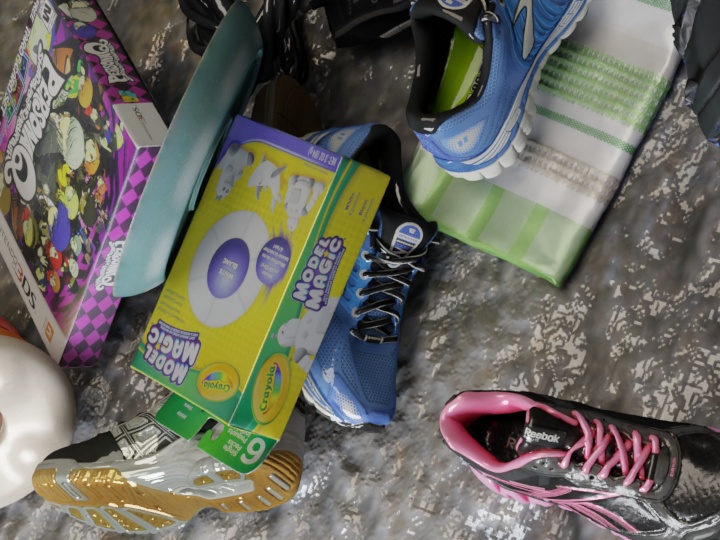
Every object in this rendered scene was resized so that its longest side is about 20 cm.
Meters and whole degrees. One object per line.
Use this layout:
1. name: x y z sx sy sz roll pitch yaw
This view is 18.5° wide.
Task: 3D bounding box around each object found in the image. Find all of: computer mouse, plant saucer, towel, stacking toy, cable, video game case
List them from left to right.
1. stacking toy: -0.284 0.059 1.533 0.146 0.146 0.200 -44 36 12
2. video game case: -0.197 -0.067 1.496 0.182 0.036 0.200 58 137 36
3. plant saucer: -0.103 -0.071 1.377 0.027 0.200 0.201 22 84 0
4. cable: -0.077 -0.210 1.501 0.200 0.051 0.164 49 131 52
5. computer mouse: 0.006 -0.212 1.463 0.200 0.046 0.141 -29 61 45
6. towel: 0.112 -0.105 1.376 0.149 0.031 0.201 25 87 37

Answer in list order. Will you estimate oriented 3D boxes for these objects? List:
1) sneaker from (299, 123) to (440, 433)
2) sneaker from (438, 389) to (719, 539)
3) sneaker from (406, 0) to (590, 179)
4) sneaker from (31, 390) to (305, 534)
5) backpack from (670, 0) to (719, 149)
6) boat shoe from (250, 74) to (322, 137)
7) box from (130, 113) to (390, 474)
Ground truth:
1. sneaker: 0.000 0.000 1.364 0.089 0.078 0.201 -20 69 43
2. sneaker: 0.130 0.106 1.246 0.199 0.095 0.079 8 75 33
3. sneaker: 0.083 -0.159 1.336 0.078 0.089 0.201 14 82 34
4. sneaker: -0.119 0.113 1.429 0.199 0.076 0.088 -9 53 26
5. backpack: 0.274 -0.143 1.206 0.200 0.167 0.163 -46 42 51
6. boat shoe: -0.064 -0.031 1.435 0.069 0.074 0.201 -13 64 28
7. box: -0.068 0.014 1.346 0.117 0.048 0.201 24 93 49
